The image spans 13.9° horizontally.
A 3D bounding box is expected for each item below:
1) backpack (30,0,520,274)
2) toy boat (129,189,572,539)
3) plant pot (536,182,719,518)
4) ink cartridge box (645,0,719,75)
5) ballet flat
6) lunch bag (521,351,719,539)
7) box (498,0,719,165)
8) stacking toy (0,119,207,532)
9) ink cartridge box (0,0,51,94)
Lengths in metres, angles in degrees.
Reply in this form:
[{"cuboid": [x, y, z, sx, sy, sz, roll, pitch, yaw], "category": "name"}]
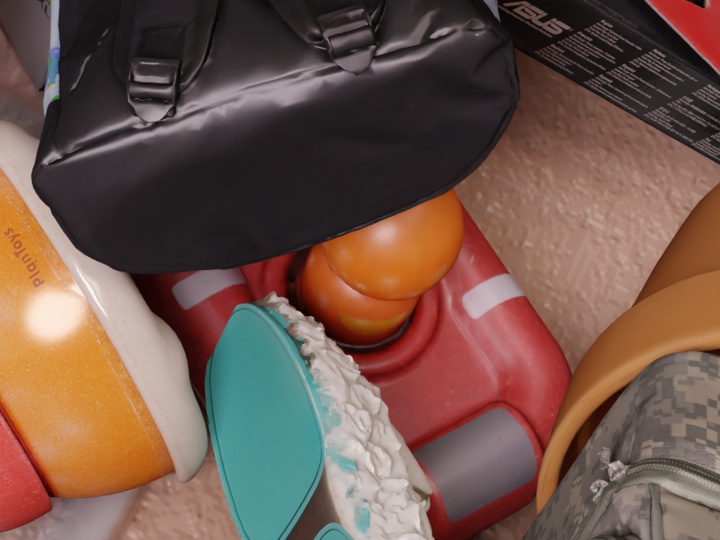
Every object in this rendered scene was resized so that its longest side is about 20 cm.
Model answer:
[{"cuboid": [-0.033, -0.096, 1.013, 0.162, 0.154, 0.201, -18, 54, 5], "category": "backpack"}, {"cuboid": [0.000, 0.000, 1.079, 0.130, 0.131, 0.200, -27, 74, -27], "category": "toy boat"}, {"cuboid": [0.174, 0.050, 1.084, 0.199, 0.200, 0.140, 23, 44, -4], "category": "plant pot"}, {"cuboid": [0.133, -0.171, 1.154, 0.200, 0.045, 0.177, 40, 39, -35], "category": "ink cartridge box"}, {"cuboid": [0.001, 0.093, 0.989, 0.071, 0.072, 0.200, -4, 44, -19], "category": "ballet flat"}, {"cuboid": [0.108, 0.151, 0.980, 0.139, 0.200, 0.168, 24, 45, -6], "category": "lunch bag"}, {"cuboid": [0.100, -0.158, 1.180, 0.200, 0.047, 0.194, 25, 48, -47], "category": "box"}, {"cuboid": [-0.166, 0.052, 1.025, 0.200, 0.146, 0.146, -31, 75, -9], "category": "stacking toy"}, {"cuboid": [-0.068, -0.175, 1.175, 0.199, 0.083, 0.146, -22, 72, -25], "category": "ink cartridge box"}]
